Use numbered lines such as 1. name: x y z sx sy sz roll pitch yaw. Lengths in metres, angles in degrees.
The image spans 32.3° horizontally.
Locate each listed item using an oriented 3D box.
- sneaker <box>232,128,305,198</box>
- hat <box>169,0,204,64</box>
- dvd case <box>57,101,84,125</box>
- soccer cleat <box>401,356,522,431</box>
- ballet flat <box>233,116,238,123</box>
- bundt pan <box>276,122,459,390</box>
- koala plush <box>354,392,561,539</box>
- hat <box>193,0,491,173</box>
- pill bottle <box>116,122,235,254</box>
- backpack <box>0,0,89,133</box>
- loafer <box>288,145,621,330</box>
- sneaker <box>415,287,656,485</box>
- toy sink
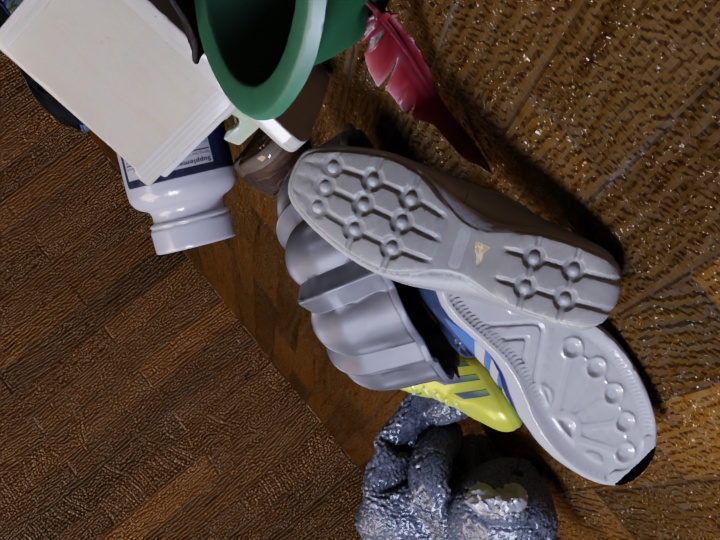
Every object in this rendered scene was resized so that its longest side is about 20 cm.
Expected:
1. sneaker: -0.067 -0.101 1.148 0.075 0.071 0.200 36 177 -10
2. hat: -0.143 -0.220 0.741 0.201 0.080 0.202 -8 -90 -87
3. dvd case: -0.264 -0.254 1.167 0.017 0.201 0.143 6 168 1
4. soccer cleat: 0.068 0.093 1.126 0.200 0.084 0.065 42 165 41
5. ballet flat: -0.117 -0.195 1.001 0.070 0.065 0.200 39 163 55
6. bundt pan: 0.000 0.000 0.908 0.202 0.075 0.203 -23 -90 -79
7. koala plush: 0.113 0.231 1.220 0.200 0.184 0.178 23 152 45
8. hat: 0.013 -0.167 0.682 0.200 0.175 0.166 -52 51 56
9. pill bottle: -0.185 -0.122 1.227 0.111 0.110 0.201 -172 68 -74
10. backpack: -0.332 -0.269 1.429 0.200 0.147 0.183 44 167 50
11. loafer: 0.053 -0.018 0.721 0.199 0.070 0.070 25 -175 6
12. sneaker: 0.112 0.047 0.849 0.200 0.081 0.146 48 180 -9
13. toy sink: -0.137 -0.148 0.885 0.200 0.112 0.131 41 -151 -17
